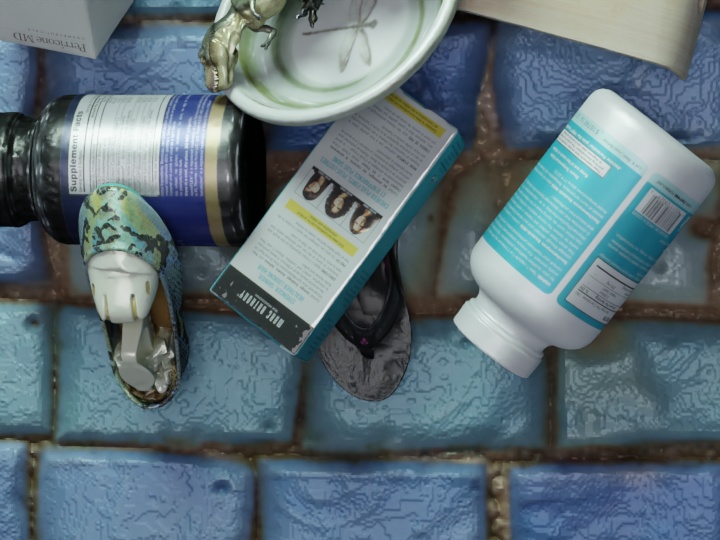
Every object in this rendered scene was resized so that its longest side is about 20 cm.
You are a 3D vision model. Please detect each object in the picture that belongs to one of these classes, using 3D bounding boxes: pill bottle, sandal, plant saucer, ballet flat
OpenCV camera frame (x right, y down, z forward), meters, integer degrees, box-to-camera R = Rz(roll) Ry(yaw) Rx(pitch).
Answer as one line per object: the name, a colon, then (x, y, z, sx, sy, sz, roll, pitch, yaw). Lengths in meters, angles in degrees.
pill bottle: (0.153, -0.022, 1.305, 0.111, 0.111, 0.200, 38, 99, 2)
pill bottle: (-0.175, -0.074, 1.343, 0.199, 0.112, 0.113, 1, 96, 8)
sandal: (-0.001, -0.001, 1.358, 0.075, 0.048, 0.202, 0, 94, 7)
plant saucer: (-0.011, -0.179, 1.310, 0.199, 0.050, 0.201, -14, 54, 21)
ballet flat: (-0.162, 0.027, 1.318, 0.074, 0.075, 0.201, -4, 137, 8)

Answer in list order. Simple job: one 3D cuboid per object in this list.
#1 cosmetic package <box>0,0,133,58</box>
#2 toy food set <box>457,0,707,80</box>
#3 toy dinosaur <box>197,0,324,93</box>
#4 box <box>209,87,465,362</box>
cosmetic package: (-0.230, -0.258, 1.288, 0.107, 0.085, 0.201, 11, 137, 14)
toy food set: (0.158, -0.232, 1.317, 0.199, 0.060, 0.144, 16, 86, 4)
toy dinosaur: (-0.040, -0.208, 1.286, 0.088, 0.047, 0.200, 25, 72, 45)
box: (-0.015, -0.038, 1.322, 0.082, 0.049, 0.200, 36, 89, 15)
